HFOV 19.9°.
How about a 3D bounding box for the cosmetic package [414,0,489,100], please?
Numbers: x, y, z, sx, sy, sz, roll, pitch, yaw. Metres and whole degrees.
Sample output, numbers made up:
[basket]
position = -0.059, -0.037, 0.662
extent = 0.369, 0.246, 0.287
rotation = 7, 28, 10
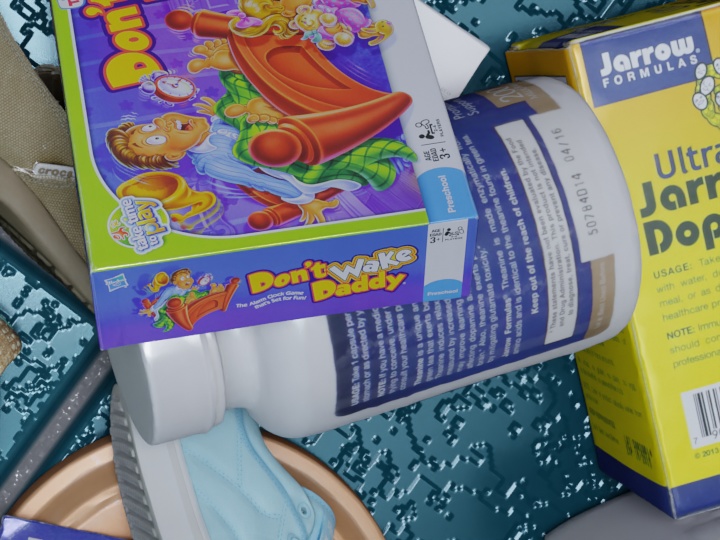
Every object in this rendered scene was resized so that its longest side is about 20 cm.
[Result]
[cosmetic package]
position = -0.051, -0.115, 0.865
extent = 0.199, 0.051, 0.083
rotation = 33, 89, -11

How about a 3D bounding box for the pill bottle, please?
[pill bottle]
position = 0.000, 0.000, 0.803
extent = 0.198, 0.111, 0.112
rotation = -16, 98, -16

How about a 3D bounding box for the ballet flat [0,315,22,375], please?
[ballet flat]
position = -0.195, 0.103, 0.858
extent = 0.065, 0.070, 0.202
rotation = 21, 96, -25

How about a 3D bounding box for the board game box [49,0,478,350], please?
[board game box]
position = -0.044, -0.072, 0.758
extent = 0.133, 0.045, 0.201
rotation = -8, 52, -8

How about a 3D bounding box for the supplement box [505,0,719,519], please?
[supplement box]
position = 0.146, -0.012, 0.879
extent = 0.108, 0.109, 0.202
rotation = -15, 98, -8

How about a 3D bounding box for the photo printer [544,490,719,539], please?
[photo printer]
position = 0.174, 0.130, 0.853
extent = 0.165, 0.200, 0.070
rotation = -21, 99, -6

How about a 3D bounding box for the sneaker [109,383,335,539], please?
[sneaker]
position = -0.042, 0.120, 0.814
extent = 0.081, 0.074, 0.201
rotation = -8, 56, -16

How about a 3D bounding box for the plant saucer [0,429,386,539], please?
[plant saucer]
position = -0.075, 0.167, 0.900
extent = 0.198, 0.032, 0.203
rotation = -1, 96, -10

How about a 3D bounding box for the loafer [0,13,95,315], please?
[loafer]
position = -0.121, -0.041, 0.825
extent = 0.068, 0.076, 0.200
rotation = -47, 129, -7

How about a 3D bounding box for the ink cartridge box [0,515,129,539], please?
[ink cartridge box]
position = -0.077, 0.213, 0.825
extent = 0.197, 0.041, 0.202
rotation = 10, 76, 2
